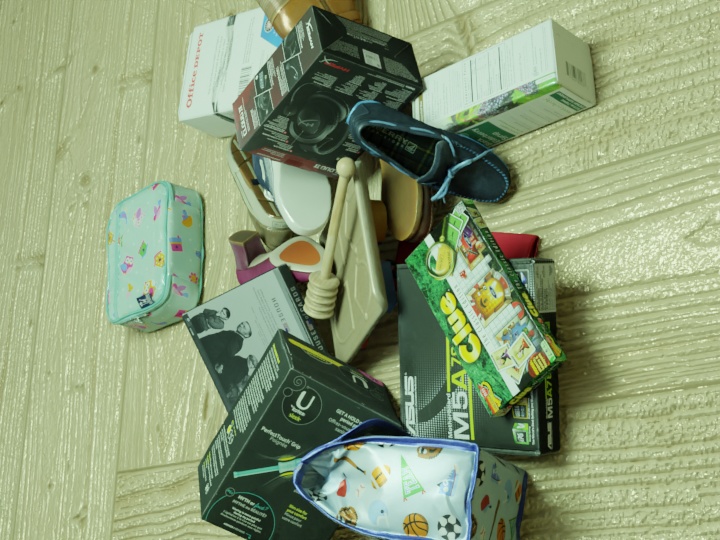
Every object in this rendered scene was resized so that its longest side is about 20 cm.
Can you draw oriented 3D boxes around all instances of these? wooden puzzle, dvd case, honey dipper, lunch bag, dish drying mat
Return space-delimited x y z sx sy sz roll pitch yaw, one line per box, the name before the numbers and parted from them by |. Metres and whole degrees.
wooden puzzle | 0.000 0.000 1.506 0.201 0.046 0.187 116 150 -58
dvd case | -0.128 0.091 1.592 0.199 0.025 0.152 -24 92 42
honey dipper | -0.031 -0.038 1.476 0.038 0.038 0.202 44 131 44
lunch bag | 0.051 0.225 1.299 0.198 0.170 0.125 0 72 27
lunch bag | -0.299 -0.015 1.825 0.159 0.077 0.202 -19 63 39
dish drying mat | 0.115 -0.007 1.460 0.199 0.018 0.078 4 79 46

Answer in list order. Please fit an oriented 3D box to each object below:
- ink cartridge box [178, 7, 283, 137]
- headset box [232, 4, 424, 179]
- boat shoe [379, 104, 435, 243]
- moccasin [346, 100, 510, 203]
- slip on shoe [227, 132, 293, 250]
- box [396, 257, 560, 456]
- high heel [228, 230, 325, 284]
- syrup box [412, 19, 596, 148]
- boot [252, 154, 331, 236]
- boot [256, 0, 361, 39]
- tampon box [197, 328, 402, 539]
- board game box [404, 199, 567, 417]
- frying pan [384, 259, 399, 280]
ink cartridge box | -0.150 -0.273 1.766 0.198 0.084 0.146 -4 72 43
headset box | -0.046 -0.197 1.502 0.200 0.148 0.078 -43 46 39
boat shoe | 0.061 -0.119 1.513 0.070 0.070 0.202 -38 49 41
moccasin | 0.074 -0.118 1.415 0.068 0.198 0.081 -95 26 -65
slip on shoe | -0.130 -0.110 1.708 0.061 0.075 0.201 103 149 -42
box | 0.122 0.089 1.361 0.192 0.047 0.203 -1 90 43
high heel | -0.090 0.008 1.614 0.067 0.097 0.199 -33 30 -25
syrup box | 0.158 -0.198 1.442 0.199 0.078 0.082 -20 62 38
boot | -0.089 -0.109 1.614 0.091 0.072 0.202 117 147 -51
boot | -0.026 -0.345 1.672 0.155 0.199 0.074 50 158 11
tampon box | -0.073 0.199 1.450 0.201 0.149 0.126 -58 18 11
board game box | 0.124 0.038 1.313 0.105 0.023 0.201 -49 57 36
frying pan | 0.095 0.055 1.435 0.189 0.031 0.117 10 97 47
